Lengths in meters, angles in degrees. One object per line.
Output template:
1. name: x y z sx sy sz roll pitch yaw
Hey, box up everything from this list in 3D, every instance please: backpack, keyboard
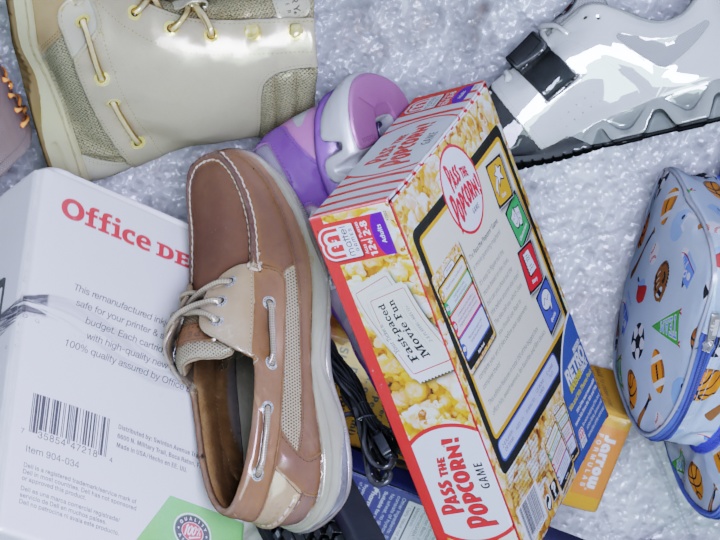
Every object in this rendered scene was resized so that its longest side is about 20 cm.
1. backpack: 0.219 0.041 1.146 0.153 0.200 0.192 4 114 -1
2. keyboard: -0.027 0.097 1.107 0.020 0.200 0.128 4 128 -35

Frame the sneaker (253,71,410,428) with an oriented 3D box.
1. sneaker: 0.000 0.000 1.125 0.088 0.080 0.202 -12 101 30

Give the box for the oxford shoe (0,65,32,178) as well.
1. oxford shoe: -0.206 -0.098 1.124 0.072 0.071 0.201 8 117 -11

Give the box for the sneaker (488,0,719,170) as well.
1. sneaker: 0.109 -0.104 1.153 0.198 0.074 0.089 -14 90 1

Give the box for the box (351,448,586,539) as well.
1. box: 0.048 0.183 1.168 0.199 0.032 0.122 23 107 -11

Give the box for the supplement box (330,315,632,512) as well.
1. supplement box: 0.048 0.071 1.198 0.199 0.069 0.067 15 107 -11

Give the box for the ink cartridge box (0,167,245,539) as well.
1. ink cartridge box: -0.134 0.070 1.090 0.145 0.201 0.084 24 144 -32

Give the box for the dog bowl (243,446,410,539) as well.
1. dog bowl: 0.001 0.189 1.223 0.198 0.074 0.202 -2 110 -4

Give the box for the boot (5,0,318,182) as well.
1. boot: -0.101 -0.136 1.094 0.154 0.073 0.201 -10 131 -3

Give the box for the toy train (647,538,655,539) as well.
1. toy train: 0.153 0.246 1.279 0.056 0.042 0.201 24 104 -1

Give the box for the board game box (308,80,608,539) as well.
1. board game box: 0.055 0.027 1.071 0.046 0.152 0.201 -12 110 28

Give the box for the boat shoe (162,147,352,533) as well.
1. boat shoe: -0.059 0.031 1.067 0.071 0.201 0.076 2 156 -41
